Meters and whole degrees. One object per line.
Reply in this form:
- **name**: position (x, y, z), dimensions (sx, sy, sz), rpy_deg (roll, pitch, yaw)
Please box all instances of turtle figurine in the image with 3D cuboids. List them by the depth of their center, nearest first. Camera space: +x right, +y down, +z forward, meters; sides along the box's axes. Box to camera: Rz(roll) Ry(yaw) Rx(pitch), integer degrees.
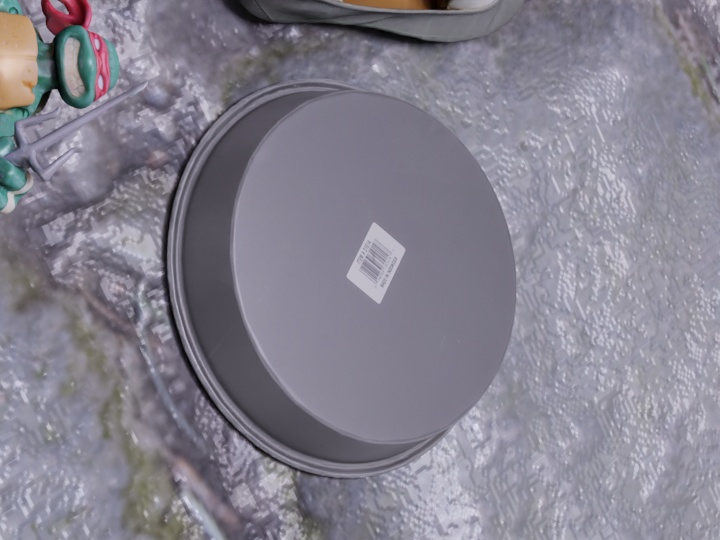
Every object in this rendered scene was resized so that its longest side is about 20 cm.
- **turtle figurine**: position (-0.166, -0.086, 0.685), dimensions (0.199, 0.101, 0.150), rpy_deg (-6, 73, -23)

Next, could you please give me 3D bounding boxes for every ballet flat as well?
- **ballet flat**: position (0.027, -0.154, 0.863), dimensions (0.199, 0.064, 0.068), rpy_deg (-7, 85, -37)

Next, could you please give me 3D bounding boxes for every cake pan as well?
- **cake pan**: position (0.000, 0.000, 0.829), dimensions (0.200, 0.037, 0.201), rpy_deg (8, 76, -35)
